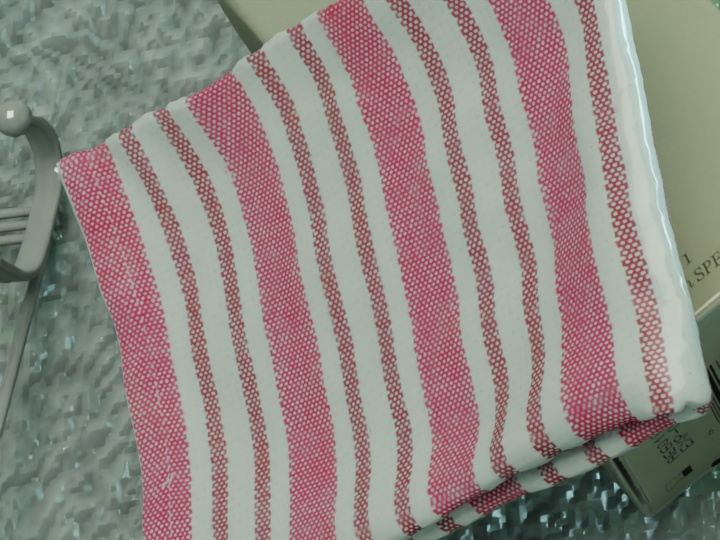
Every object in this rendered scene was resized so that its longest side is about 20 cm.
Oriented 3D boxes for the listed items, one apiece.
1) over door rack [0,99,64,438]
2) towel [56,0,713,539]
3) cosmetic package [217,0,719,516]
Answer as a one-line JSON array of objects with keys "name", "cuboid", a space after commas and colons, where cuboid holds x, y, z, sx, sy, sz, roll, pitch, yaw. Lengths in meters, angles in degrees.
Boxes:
[{"name": "over door rack", "cuboid": [-0.170, 0.044, 0.884, 0.147, 0.067, 0.201, -7, 60, 19]}, {"name": "towel", "cuboid": [0.000, 0.000, 0.793, 0.200, 0.030, 0.147, -28, 68, 40]}, {"name": "cosmetic package", "cuboid": [0.053, -0.041, 0.842, 0.103, 0.073, 0.200, -39, 56, -3]}]
